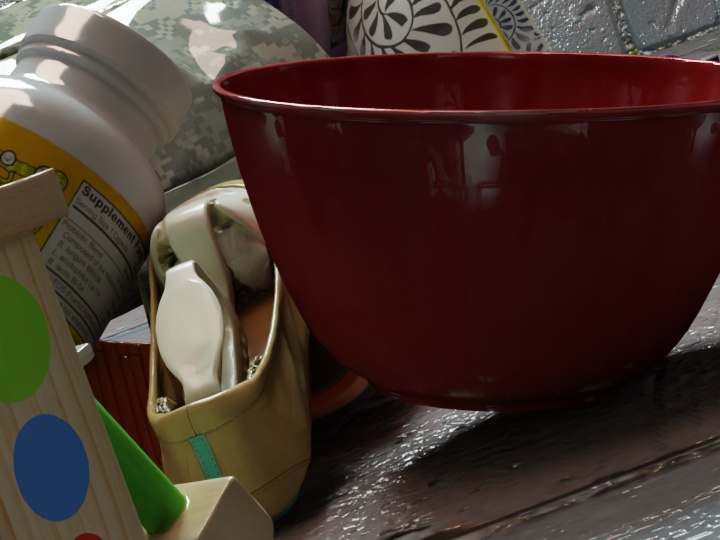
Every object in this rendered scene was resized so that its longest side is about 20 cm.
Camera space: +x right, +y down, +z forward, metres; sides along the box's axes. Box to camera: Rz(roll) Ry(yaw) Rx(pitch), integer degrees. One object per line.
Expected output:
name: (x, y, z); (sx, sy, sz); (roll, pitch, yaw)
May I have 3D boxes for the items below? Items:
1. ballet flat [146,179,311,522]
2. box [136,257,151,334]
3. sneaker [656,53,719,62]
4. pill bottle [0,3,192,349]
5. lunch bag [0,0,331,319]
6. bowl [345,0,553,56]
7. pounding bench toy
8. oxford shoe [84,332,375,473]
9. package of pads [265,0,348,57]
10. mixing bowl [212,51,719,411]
ballet flat: (-0.050, 0.009, 0.716); (0.068, 0.063, 0.201); (-23, 35, 8)
box: (0.000, 0.000, 0.881); (0.198, 0.040, 0.137); (-18, -18, -8)
sneaker: (0.171, -0.073, 1.032); (0.074, 0.088, 0.200); (-20, 6, -12)
pill bottle: (-0.144, -0.004, 0.759); (0.104, 0.104, 0.201); (-10, 48, 58)
lunch bag: (-0.115, -0.056, 0.933); (0.199, 0.140, 0.167); (-29, 29, -31)
bowl: (0.048, -0.092, 0.993); (0.094, 0.202, 0.201); (-33, 3, 13)
pounding bench toy: (-0.119, 0.048, 0.536); (0.123, 0.157, 0.200); (-15, 7, 35)
oxford shoe: (-0.075, 0.062, 0.806); (0.198, 0.072, 0.073); (-16, -16, 15)
package of pads: (-0.055, -0.152, 1.040); (0.120, 0.202, 0.076); (12, 33, 27)
mixing bowl: (0.048, -0.015, 0.683); (0.198, 0.110, 0.200); (-1, 12, 0)
